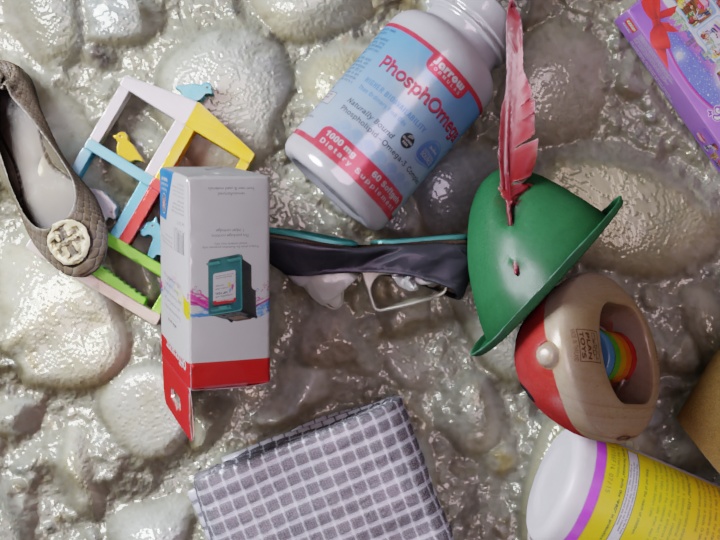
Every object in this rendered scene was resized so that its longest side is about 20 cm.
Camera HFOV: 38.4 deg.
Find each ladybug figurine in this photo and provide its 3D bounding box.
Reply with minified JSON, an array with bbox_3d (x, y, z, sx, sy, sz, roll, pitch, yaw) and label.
[{"bbox_3d":[0.181,0.073,0.837,0.071,0.199,0.137,-14,73,32],"label":"ladybug figurine"}]

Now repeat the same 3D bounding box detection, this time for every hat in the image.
[{"bbox_3d":[0.098,-0.061,0.838,0.176,0.166,0.200,44,69,3],"label":"hat"}]

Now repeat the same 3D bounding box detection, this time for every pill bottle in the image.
[{"bbox_3d":[0.038,-0.140,0.854,0.109,0.109,0.200,41,87,-2],"label":"pill bottle"},{"bbox_3d":[0.247,0.214,0.865,0.198,0.104,0.105,23,88,-3],"label":"pill bottle"}]

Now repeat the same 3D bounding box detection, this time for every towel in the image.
[{"bbox_3d":[-0.030,0.213,0.858,0.198,0.086,0.167,-22,90,-3],"label":"towel"}]

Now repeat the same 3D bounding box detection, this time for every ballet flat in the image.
[{"bbox_3d":[0.000,0.000,0.872,0.198,0.073,0.074,2,89,-6],"label":"ballet flat"},{"bbox_3d":[-0.267,-0.086,0.849,0.067,0.046,0.202,-26,81,5],"label":"ballet flat"}]

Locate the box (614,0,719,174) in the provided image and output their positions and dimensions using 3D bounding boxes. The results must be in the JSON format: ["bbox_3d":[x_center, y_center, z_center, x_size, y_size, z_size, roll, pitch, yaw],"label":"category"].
[{"bbox_3d":[0.337,-0.181,0.907,0.136,0.039,0.201,-35,92,-4],"label":"box"}]

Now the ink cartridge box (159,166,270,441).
[{"bbox_3d":[-0.118,0.021,0.826,0.067,0.116,0.202,-3,100,-21],"label":"ink cartridge box"}]

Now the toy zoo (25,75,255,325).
[{"bbox_3d":[-0.179,-0.073,0.884,0.130,0.020,0.201,31,88,-3],"label":"toy zoo"}]

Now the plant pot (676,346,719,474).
[{"bbox_3d":[0.367,0.094,0.851,0.200,0.186,0.187,-40,92,11],"label":"plant pot"}]

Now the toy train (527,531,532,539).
[{"bbox_3d":[0.154,0.324,0.883,0.149,0.056,0.201,31,88,-3],"label":"toy train"}]
